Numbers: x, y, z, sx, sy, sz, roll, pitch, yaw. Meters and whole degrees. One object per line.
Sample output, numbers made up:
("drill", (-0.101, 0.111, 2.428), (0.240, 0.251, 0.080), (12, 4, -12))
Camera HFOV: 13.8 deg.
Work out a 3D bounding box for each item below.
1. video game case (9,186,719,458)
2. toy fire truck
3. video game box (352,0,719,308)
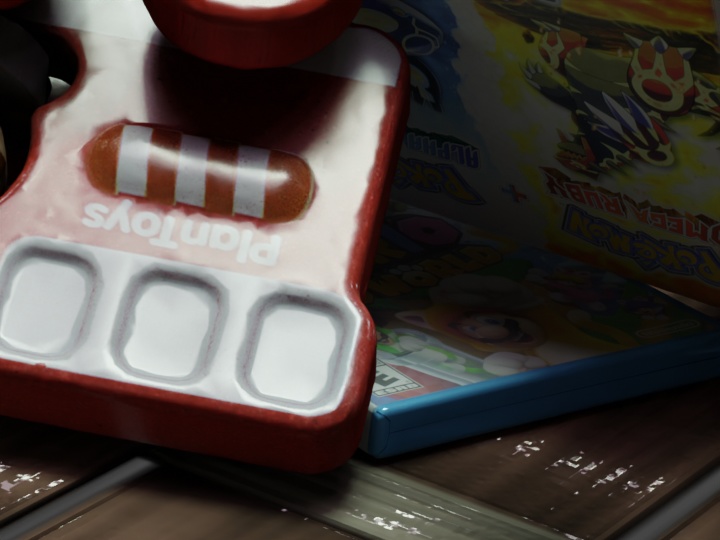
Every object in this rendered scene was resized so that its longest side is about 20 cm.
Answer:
("video game case", (0.000, 0.000, 0.950), (0.143, 0.018, 0.200), (-11, 28, -37))
("toy fire truck", (-0.085, -0.032, 0.855), (0.200, 0.112, 0.168), (11, 56, 3))
("video game box", (0.037, -0.079, 0.908), (0.200, 0.182, 0.047), (19, 61, 28))
